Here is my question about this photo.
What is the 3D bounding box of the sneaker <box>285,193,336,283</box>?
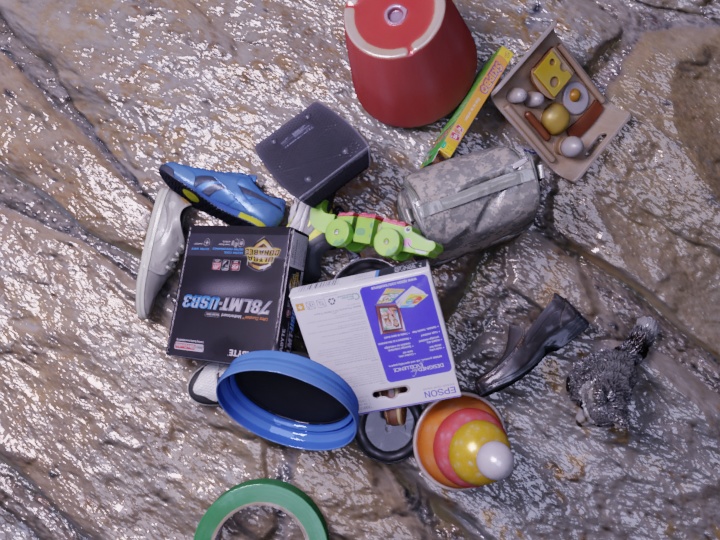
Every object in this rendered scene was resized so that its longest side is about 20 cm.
[{"bbox_3d":[-0.066,-0.074,1.170,0.084,0.074,0.201,26,86,-16],"label":"sneaker"}]

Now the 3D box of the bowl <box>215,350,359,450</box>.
[{"bbox_3d":[-0.096,0.177,1.044,0.199,0.201,0.040,16,52,1],"label":"bowl"}]

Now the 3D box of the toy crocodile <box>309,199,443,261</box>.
[{"bbox_3d":[0.019,-0.052,1.053,0.199,0.067,0.062,13,89,29],"label":"toy crocodile"}]

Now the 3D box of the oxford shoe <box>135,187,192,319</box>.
[{"bbox_3d":[-0.296,-0.023,1.157,0.057,0.075,0.202,13,83,-9],"label":"oxford shoe"}]

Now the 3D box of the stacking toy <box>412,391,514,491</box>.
[{"bbox_3d":[0.161,0.253,1.065,0.145,0.200,0.148,0,90,-9],"label":"stacking toy"}]

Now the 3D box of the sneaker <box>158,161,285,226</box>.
[{"bbox_3d":[-0.208,-0.123,1.174,0.199,0.066,0.079,27,71,3],"label":"sneaker"}]

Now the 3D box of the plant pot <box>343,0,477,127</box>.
[{"bbox_3d":[0.064,-0.330,1.110,0.199,0.177,0.202,-3,79,12],"label":"plant pot"}]

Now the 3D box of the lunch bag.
[{"bbox_3d":[0.157,-0.098,1.116,0.199,0.168,0.140,-19,86,-2],"label":"lunch bag"}]

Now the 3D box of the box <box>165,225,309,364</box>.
[{"bbox_3d":[-0.179,0.037,1.113,0.199,0.050,0.200,4,79,31],"label":"box"}]

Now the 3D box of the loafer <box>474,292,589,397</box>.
[{"bbox_3d":[0.244,0.113,1.153,0.199,0.073,0.072,-34,77,-13],"label":"loafer"}]

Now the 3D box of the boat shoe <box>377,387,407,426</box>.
[{"bbox_3d":[0.024,0.134,1.141,0.067,0.072,0.202,-15,71,7],"label":"boat shoe"}]

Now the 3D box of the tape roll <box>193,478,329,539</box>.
[{"bbox_3d":[-0.145,0.411,1.131,0.199,0.048,0.202,0,85,-1],"label":"tape roll"}]

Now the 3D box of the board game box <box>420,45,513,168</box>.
[{"bbox_3d":[0.157,-0.238,1.163,0.030,0.096,0.201,35,86,-6],"label":"board game box"}]

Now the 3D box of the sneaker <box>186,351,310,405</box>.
[{"bbox_3d":[-0.163,0.155,1.134,0.198,0.088,0.076,-12,87,0],"label":"sneaker"}]

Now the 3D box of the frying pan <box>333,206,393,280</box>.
[{"bbox_3d":[-0.012,0.012,1.119,0.115,0.031,0.190,-41,74,-2],"label":"frying pan"}]

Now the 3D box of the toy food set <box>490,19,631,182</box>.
[{"bbox_3d":[0.304,-0.251,1.155,0.200,0.060,0.144,43,86,-23],"label":"toy food set"}]

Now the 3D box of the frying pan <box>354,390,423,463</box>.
[{"bbox_3d":[0.012,0.212,1.161,0.189,0.031,0.115,34,83,0],"label":"frying pan"}]

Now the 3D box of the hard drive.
[{"bbox_3d":[-0.069,-0.170,1.127,0.135,0.200,0.042,-37,129,-3],"label":"hard drive"}]

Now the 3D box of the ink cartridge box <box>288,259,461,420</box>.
[{"bbox_3d":[0.023,0.099,1.062,0.196,0.043,0.201,-12,111,11],"label":"ink cartridge box"}]

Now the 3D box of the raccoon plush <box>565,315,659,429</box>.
[{"bbox_3d":[0.371,0.142,1.112,0.096,0.134,0.201,28,86,3],"label":"raccoon plush"}]
